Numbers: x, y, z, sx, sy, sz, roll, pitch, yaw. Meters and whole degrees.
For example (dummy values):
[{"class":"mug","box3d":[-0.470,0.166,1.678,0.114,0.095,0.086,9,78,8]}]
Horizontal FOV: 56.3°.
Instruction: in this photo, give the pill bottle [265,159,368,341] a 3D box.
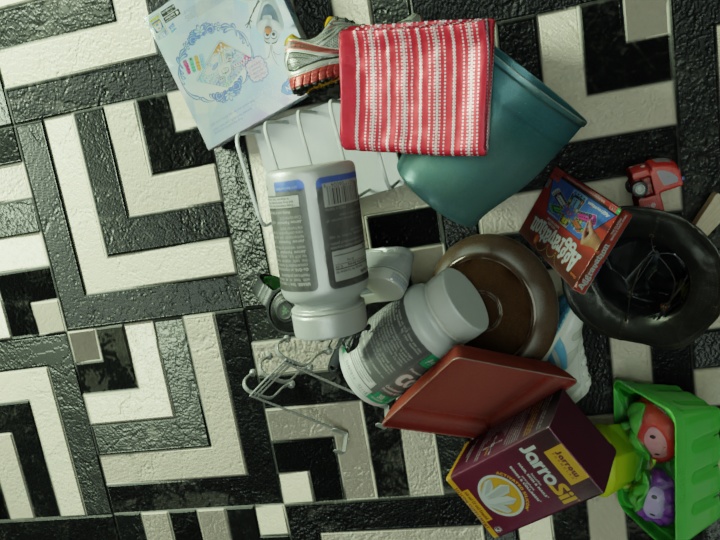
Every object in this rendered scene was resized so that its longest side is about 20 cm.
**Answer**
[{"class":"pill bottle","box3d":[-0.049,-0.026,0.823,0.110,0.114,0.206,-5,100,12]}]

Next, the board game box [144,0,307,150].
[{"class":"board game box","box3d":[-0.174,-0.308,0.950,0.196,0.043,0.203,-23,98,15]}]

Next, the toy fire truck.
[{"class":"toy fire truck","box3d":[0.440,-0.058,0.885,0.137,0.049,0.205,-16,99,14]}]

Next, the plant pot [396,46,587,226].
[{"class":"plant pot","box3d":[0.146,-0.169,0.847,0.198,0.200,0.190,37,113,0]}]

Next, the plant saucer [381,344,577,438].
[{"class":"plant saucer","box3d":[0.153,0.164,0.906,0.195,0.037,0.200,13,140,-24]}]

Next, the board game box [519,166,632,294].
[{"class":"board game box","box3d":[0.261,-0.057,0.844,0.019,0.201,0.105,21,108,-14]}]

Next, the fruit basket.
[{"class":"fruit basket","box3d":[0.373,0.263,0.924,0.209,0.155,0.222,-3,101,-13]}]

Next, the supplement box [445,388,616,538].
[{"class":"supplement box","box3d":[0.226,0.263,0.907,0.111,0.086,0.200,48,130,1]}]

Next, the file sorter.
[{"class":"file sorter","box3d":[-0.056,-0.153,0.922,0.195,0.125,0.142,-15,100,14]}]

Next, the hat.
[{"class":"hat","box3d":[0.358,-0.004,0.850,0.197,0.081,0.206,19,125,29]}]

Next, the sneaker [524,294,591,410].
[{"class":"sneaker","box3d":[0.287,0.126,0.950,0.078,0.077,0.205,13,113,4]}]

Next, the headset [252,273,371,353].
[{"class":"headset","box3d":[-0.068,0.049,0.949,0.199,0.122,0.096,36,101,38]}]

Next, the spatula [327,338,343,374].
[{"class":"spatula","box3d":[-0.008,0.073,1.018,0.056,0.021,0.204,28,108,10]}]

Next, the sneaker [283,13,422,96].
[{"class":"sneaker","box3d":[-0.009,-0.302,0.885,0.195,0.078,0.084,-20,93,-6]}]

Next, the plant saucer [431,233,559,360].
[{"class":"plant saucer","box3d":[0.175,0.053,0.934,0.196,0.032,0.206,8,104,34]}]

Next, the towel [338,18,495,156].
[{"class":"towel","box3d":[0.058,-0.209,0.776,0.196,0.022,0.149,9,105,32]}]

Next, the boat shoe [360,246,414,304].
[{"class":"boat shoe","box3d":[0.000,0.000,0.951,0.072,0.198,0.070,40,64,-23]}]

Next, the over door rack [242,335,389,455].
[{"class":"over door rack","box3d":[-0.064,0.181,1.007,0.198,0.067,0.148,35,139,-10]}]

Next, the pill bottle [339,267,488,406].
[{"class":"pill bottle","box3d":[0.071,0.091,0.923,0.199,0.113,0.114,-39,94,30]}]
